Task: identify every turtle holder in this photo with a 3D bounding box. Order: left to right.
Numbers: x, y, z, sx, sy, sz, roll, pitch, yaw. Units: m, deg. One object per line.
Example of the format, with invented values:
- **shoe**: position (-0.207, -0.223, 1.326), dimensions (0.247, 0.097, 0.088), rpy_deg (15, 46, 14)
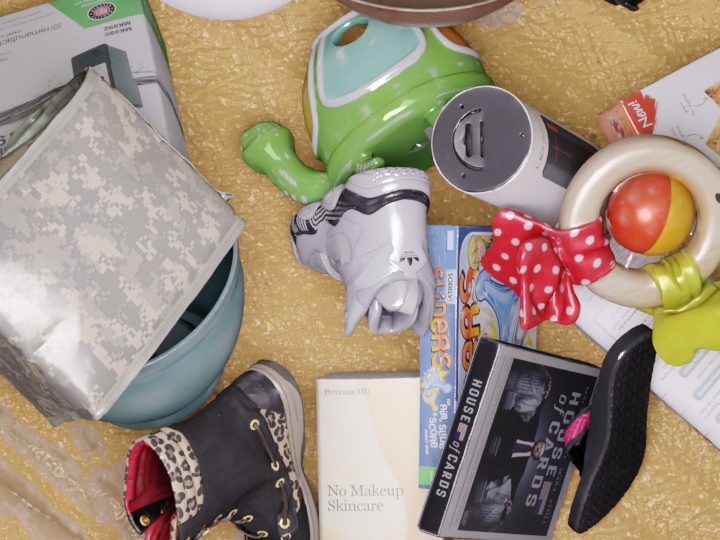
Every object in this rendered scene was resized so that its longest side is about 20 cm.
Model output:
- **turtle holder**: position (0.012, -0.125, 1.696), dimensions (0.185, 0.141, 0.132), rpy_deg (-41, 69, 31)

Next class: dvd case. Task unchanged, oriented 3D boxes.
- **dvd case**: position (0.119, 0.134, 1.664), dimensions (0.025, 0.200, 0.151), rpy_deg (18, 92, 31)

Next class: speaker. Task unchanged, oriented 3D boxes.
- **speaker**: position (0.124, -0.081, 1.645), dimensions (0.081, 0.200, 0.082), rpy_deg (-4, 80, 23)

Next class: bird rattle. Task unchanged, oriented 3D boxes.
- **bird rattle**: position (0.197, -0.023, 1.598), dimensions (0.199, 0.113, 0.164), rpy_deg (20, 102, -4)

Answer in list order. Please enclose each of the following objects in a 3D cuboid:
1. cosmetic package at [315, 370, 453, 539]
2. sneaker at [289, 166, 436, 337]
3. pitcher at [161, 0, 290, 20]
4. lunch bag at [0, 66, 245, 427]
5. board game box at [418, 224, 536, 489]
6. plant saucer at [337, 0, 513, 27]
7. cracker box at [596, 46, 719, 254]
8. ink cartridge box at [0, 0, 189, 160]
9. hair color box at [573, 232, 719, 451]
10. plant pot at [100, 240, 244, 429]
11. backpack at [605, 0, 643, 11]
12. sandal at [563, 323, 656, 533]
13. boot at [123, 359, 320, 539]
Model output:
- **cosmetic package**: position (0.020, 0.181, 1.716), dimensions (0.105, 0.071, 0.201), rpy_deg (-3, 91, 8)
- **sneaker**: position (0.000, 0.000, 1.651), dimensions (0.075, 0.200, 0.115), rpy_deg (0, 75, -22)
- **pitcher**: position (-0.123, -0.271, 1.653), dimensions (0.199, 0.172, 0.122), rpy_deg (13, 135, 30)
- **lunch bag**: position (-0.195, -0.020, 1.516), dimensions (0.164, 0.117, 0.200), rpy_deg (45, 67, -15)
- **board game box**: position (0.092, 0.065, 1.689), dimensions (0.034, 0.135, 0.201), rpy_deg (1, 92, 32)
- **plant saucer**: position (0.050, -0.241, 1.678), dimensions (0.199, 0.201, 0.037), rpy_deg (-1, 128, 0)
- **cracker box**: position (0.302, -0.110, 1.693), dimensions (0.199, 0.058, 0.134), rpy_deg (-29, 90, -16)
- **ink cartridge box**: position (-0.213, -0.114, 1.657), dimensions (0.145, 0.084, 0.200), rpy_deg (-17, 49, 1)
- **hair color box**: position (0.257, 0.054, 1.723), dimensions (0.200, 0.061, 0.099), rpy_deg (41, 91, 1)
- **plant pot**: position (-0.175, 0.038, 1.670), dimensions (0.199, 0.134, 0.201), rpy_deg (-7, 52, 9)
- **backpack**: position (0.259, -0.311, 1.665), dimensions (0.190, 0.200, 0.155), rpy_deg (-14, 78, -3)
- **sandal**: position (0.190, 0.119, 1.697), dimensions (0.045, 0.075, 0.201), rpy_deg (31, 132, 31)
- **boot**: position (-0.105, 0.183, 1.667), dimensions (0.073, 0.150, 0.201), rpy_deg (17, 118, 37)
